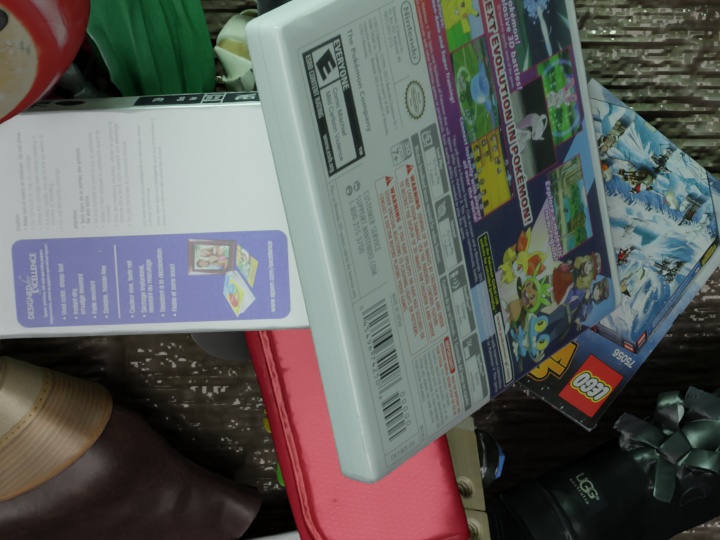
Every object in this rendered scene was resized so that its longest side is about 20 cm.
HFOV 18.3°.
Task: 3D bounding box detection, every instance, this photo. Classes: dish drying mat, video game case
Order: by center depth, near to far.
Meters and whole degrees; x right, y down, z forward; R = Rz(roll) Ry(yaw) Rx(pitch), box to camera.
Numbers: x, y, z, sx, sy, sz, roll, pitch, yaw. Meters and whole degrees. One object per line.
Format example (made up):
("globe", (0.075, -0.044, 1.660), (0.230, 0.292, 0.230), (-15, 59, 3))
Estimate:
("video game case", (0.038, -0.039, 0.939), (0.023, 0.182, 0.201), (9, 119, 42))
("dish drying mat", (-0.011, 0.035, 0.986), (0.077, 0.018, 0.201), (-13, 102, 4))

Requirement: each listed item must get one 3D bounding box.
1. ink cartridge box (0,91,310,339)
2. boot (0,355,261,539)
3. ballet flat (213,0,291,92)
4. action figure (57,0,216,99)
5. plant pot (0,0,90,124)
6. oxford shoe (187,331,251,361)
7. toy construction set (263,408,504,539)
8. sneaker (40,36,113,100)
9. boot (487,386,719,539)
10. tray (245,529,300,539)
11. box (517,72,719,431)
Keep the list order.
("ink cartridge box", (-0.088, -0.024, 0.945), (0.199, 0.039, 0.100), (-1, 104, 0))
("boot", (-0.171, 0.140, 1.154), (0.166, 0.072, 0.200), (34, 120, -28))
("ballet flat", (-0.031, -0.118, 1.006), (0.073, 0.073, 0.200), (-2, 134, -4))
("action figure", (-0.101, -0.102, 0.986), (0.054, 0.118, 0.201), (2, 127, 20))
("plant pot", (-0.195, -0.149, 0.814), (0.200, 0.183, 0.201), (-5, 158, -2))
("oxford shoe", (0.000, 0.000, 1.087), (0.199, 0.071, 0.072), (-1, 106, -23))
("toy construction set", (0.021, 0.132, 1.085), (0.092, 0.201, 0.131), (-4, 158, -40))
("sneaker", (-0.172, -0.104, 1.007), (0.095, 0.079, 0.201), (-2, 125, 23))
("boot", (0.142, 0.125, 1.162), (0.162, 0.073, 0.198), (-25, 159, -16))
("tray", (-0.054, 0.178, 1.188), (0.199, 0.022, 0.108), (-11, 144, -3))
("box", (0.078, -0.027, 1.047), (0.200, 0.040, 0.137), (35, 95, -33))
